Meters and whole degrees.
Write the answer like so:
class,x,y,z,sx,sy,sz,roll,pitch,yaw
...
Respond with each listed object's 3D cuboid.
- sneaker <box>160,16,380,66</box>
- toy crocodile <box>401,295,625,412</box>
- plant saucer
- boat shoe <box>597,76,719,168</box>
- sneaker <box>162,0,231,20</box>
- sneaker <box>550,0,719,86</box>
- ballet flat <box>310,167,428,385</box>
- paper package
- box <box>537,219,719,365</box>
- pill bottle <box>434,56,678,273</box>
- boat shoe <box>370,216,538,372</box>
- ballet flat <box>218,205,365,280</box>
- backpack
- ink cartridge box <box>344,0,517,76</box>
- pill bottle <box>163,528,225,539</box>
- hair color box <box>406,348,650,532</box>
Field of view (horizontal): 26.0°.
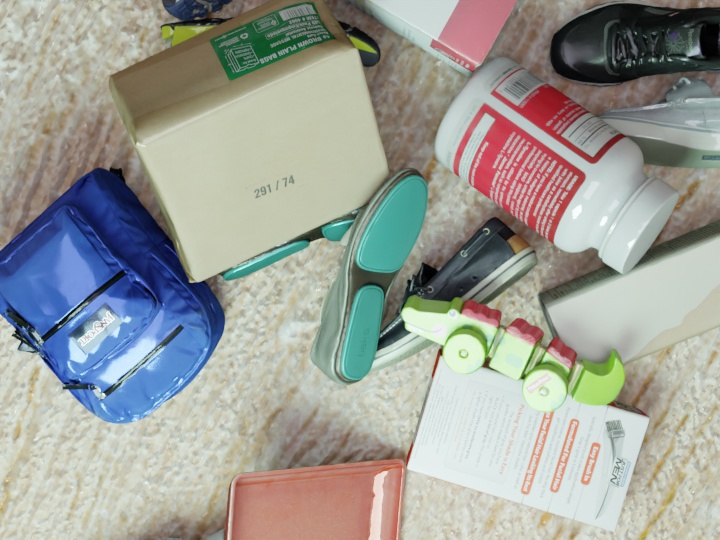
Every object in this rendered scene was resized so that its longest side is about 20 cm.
class,x,y,z,sx,sy,sz,roll,pitch,yaw
sneaker,-0.080,-0.187,1.412,0.198,0.074,0.082,1,105,7
toy crocodile,0.129,0.066,1.340,0.199,0.068,0.062,24,109,8
plant saucer,-0.051,0.272,1.411,0.199,0.037,0.202,1,95,-40
boat shoe,0.305,-0.135,1.407,0.199,0.070,0.072,4,75,3
sneaker,-0.126,-0.313,1.392,0.085,0.077,0.201,29,77,13
sneaker,0.269,-0.207,1.384,0.198,0.088,0.076,-5,95,2
ballet flat,0.000,0.000,1.372,0.067,0.064,0.201,11,100,-40
paper package,-0.091,-0.114,1.324,0.199,0.191,0.104,-24,51,-6
box,0.265,0.024,1.401,0.199,0.095,0.078,-22,95,5
pill bottle,0.172,-0.089,1.359,0.200,0.112,0.113,37,95,17
boat shoe,0.067,0.025,1.416,0.200,0.075,0.062,-38,80,11
ballet flat,-0.044,-0.051,1.418,0.199,0.072,0.073,-17,94,1
backpack,-0.228,0.037,1.381,0.162,0.168,0.200,-39,97,10
ink cartridge box,0.049,-0.283,1.355,0.199,0.145,0.145,30,95,-1
pill bottle,-0.197,0.313,1.430,0.199,0.104,0.105,-27,93,3
hair color box,0.151,0.154,1.429,0.199,0.064,0.112,17,94,1
